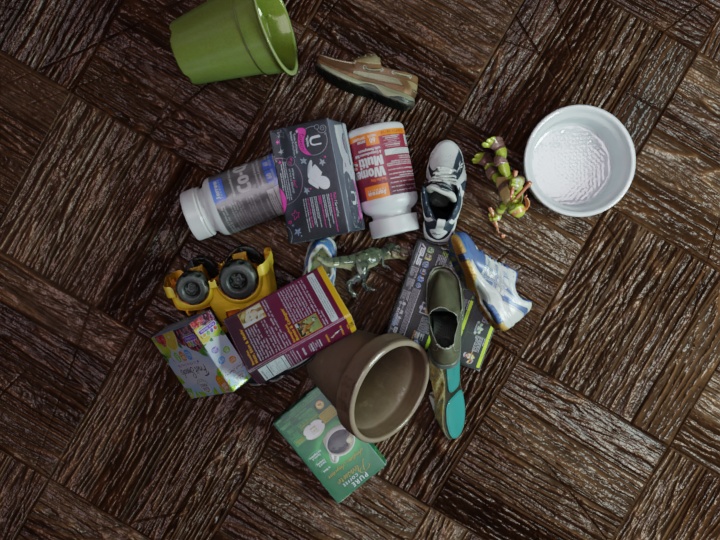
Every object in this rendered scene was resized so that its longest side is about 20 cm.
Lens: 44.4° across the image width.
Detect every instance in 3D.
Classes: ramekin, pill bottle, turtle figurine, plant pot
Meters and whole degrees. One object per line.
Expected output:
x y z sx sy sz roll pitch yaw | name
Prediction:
0.394 -0.198 1.625 0.199 0.098 0.202 0 91 1 | ramekin
0.045 -0.166 1.629 0.109 0.110 0.201 -12 90 2 | pill bottle
-0.224 -0.134 1.636 0.199 0.114 0.114 -21 90 1 | pill bottle
0.267 -0.161 1.604 0.064 0.200 0.162 -17 70 -12 | turtle figurine
-0.238 -0.426 1.610 0.189 0.200 0.201 -15 91 15 | plant pot
-0.004 0.186 1.595 0.174 0.200 0.201 25 92 39 | plant pot

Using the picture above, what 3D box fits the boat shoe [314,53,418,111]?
0.015 -0.365 1.650 0.199 0.076 0.074 20 86 -7 | boat shoe

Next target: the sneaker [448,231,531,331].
0.236 0.008 1.613 0.088 0.075 0.201 -32 96 -11 | sneaker

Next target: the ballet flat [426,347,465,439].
0.155 0.222 1.647 0.070 0.071 0.201 -6 119 2 | ballet flat

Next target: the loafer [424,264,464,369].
0.154 0.073 1.578 0.075 0.070 0.201 -3 62 1 | loafer

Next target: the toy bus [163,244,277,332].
-0.244 0.065 1.644 0.199 0.136 0.193 -12 107 3 | toy bus

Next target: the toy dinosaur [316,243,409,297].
0.000 0.000 1.643 0.199 0.047 0.089 -9 104 -34 | toy dinosaur

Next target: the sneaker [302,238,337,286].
-0.085 0.033 1.653 0.075 0.077 0.201 3 93 0 | sneaker

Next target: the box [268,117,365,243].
-0.072 -0.158 1.566 0.114 0.132 0.201 -9 93 14 | box

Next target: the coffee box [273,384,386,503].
-0.058 0.325 1.674 0.123 0.044 0.200 -41 89 2 | coffee box

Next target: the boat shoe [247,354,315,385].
-0.154 0.165 1.631 0.199 0.060 0.076 -15 59 33 | boat shoe

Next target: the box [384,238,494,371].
0.166 0.064 1.663 0.192 0.048 0.201 19 91 -1 | box

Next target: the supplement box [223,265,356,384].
-0.122 0.096 1.537 0.199 0.086 0.111 -29 67 -5 | supplement box

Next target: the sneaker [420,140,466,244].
0.154 -0.157 1.605 0.079 0.130 0.200 14 78 3 | sneaker

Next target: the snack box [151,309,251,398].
-0.290 0.156 1.597 0.053 0.200 0.143 -39 100 -32 | snack box
